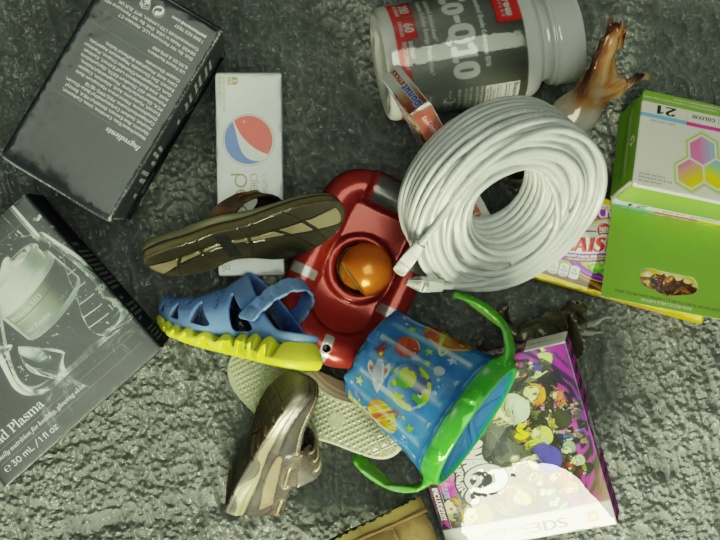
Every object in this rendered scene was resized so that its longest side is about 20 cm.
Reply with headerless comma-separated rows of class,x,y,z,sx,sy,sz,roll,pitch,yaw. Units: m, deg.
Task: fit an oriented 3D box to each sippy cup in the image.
sippy cup,0.059,0.111,1.289,0.130,0.140,0.178,33,64,16

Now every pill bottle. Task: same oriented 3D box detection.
pill bottle,0.116,-0.221,1.353,0.199,0.114,0.115,-11,93,-5

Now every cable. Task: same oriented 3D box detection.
cable,0.133,-0.068,1.281,0.199,0.069,0.201,9,121,-34

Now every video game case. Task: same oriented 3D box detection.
video game case,0.148,0.176,1.365,0.180,0.036,0.201,-13,102,17

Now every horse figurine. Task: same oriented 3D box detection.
horse figurine,0.214,-0.154,1.350,0.200,0.132,0.050,-47,73,17

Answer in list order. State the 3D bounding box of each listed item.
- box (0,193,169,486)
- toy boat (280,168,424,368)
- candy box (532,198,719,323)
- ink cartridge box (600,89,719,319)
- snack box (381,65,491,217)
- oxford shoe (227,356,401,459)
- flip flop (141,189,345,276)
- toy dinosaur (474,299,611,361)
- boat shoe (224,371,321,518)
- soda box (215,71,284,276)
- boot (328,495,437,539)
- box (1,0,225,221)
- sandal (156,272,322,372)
box,-0.325,0.064,1.315,0.200,0.124,0.197,-42,93,-3
toy boat,0.000,0.000,1.340,0.130,0.131,0.201,25,89,-6
candy box,0.274,-0.018,1.420,0.199,0.026,0.103,14,87,-6
ink cartridge box,0.333,-0.064,1.377,0.147,0.076,0.201,11,75,-6
snack box,0.081,-0.108,1.319,0.024,0.072,0.200,-33,134,1
oxford shoe,-0.043,0.134,1.381,0.199,0.058,0.076,23,101,9
flip flop,-0.114,-0.044,1.299,0.199,0.081,0.058,-14,58,7
toy dinosaur,0.164,0.100,1.388,0.102,0.077,0.200,34,84,7
boat shoe,-0.074,0.173,1.335,0.073,0.075,0.200,16,134,-15
soda box,-0.111,-0.096,1.359,0.068,0.064,0.201,-1,93,-5
boot,0.036,0.347,1.345,0.174,0.066,0.201,-24,79,-13
box,-0.225,-0.158,1.278,0.117,0.197,0.201,30,89,-5
sandal,-0.114,0.043,1.324,0.199,0.079,0.088,9,86,32
